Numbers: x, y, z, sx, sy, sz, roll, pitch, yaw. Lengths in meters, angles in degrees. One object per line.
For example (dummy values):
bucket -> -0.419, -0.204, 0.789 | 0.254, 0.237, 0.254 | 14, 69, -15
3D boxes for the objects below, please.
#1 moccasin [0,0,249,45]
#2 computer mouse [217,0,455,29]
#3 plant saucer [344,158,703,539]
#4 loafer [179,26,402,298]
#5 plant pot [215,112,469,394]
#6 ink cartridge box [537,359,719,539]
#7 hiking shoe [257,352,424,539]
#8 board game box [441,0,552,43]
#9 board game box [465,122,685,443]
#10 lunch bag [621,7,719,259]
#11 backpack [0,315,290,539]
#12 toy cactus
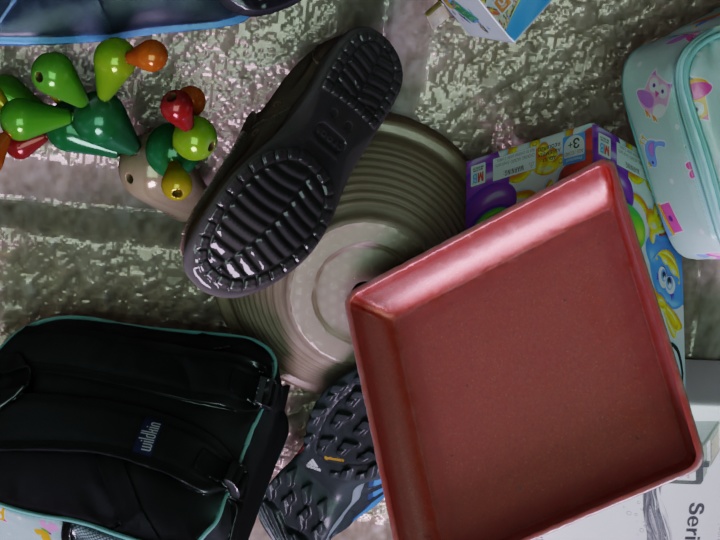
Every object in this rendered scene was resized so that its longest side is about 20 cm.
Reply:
moccasin -> -0.167, -0.181, 1.118 | 0.199, 0.080, 0.069 | -9, 104, -16
computer mouse -> -0.002, -0.203, 1.119 | 0.200, 0.046, 0.141 | -39, 105, -14
plant saucer -> 0.095, 0.064, 1.036 | 0.199, 0.201, 0.037 | -28, 148, 25
loafer -> -0.047, -0.065, 1.115 | 0.073, 0.071, 0.200 | 47, 69, -25
plant pot -> 0.000, 0.000, 1.173 | 0.200, 0.093, 0.202 | -1, 107, -4
ink cartridge box -> 0.188, 0.141, 1.236 | 0.199, 0.084, 0.146 | 2, 108, -5
hiking shoe -> 0.004, 0.110, 1.184 | 0.074, 0.087, 0.200 | 49, 128, 9
board game box -> 0.067, -0.261, 1.070 | 0.148, 0.064, 0.200 | -49, 117, -9
board game box -> 0.134, 0.027, 1.117 | 0.105, 0.201, 0.103 | -16, 154, 39
lunch bag -> 0.271, -0.096, 1.128 | 0.199, 0.077, 0.161 | -25, 101, -27
backpack -> -0.159, 0.125, 1.157 | 0.199, 0.176, 0.154 | 13, 144, 8
toy cactus -> -0.152, -0.076, 1.117 | 0.199, 0.103, 0.165 | 2, 153, 34
